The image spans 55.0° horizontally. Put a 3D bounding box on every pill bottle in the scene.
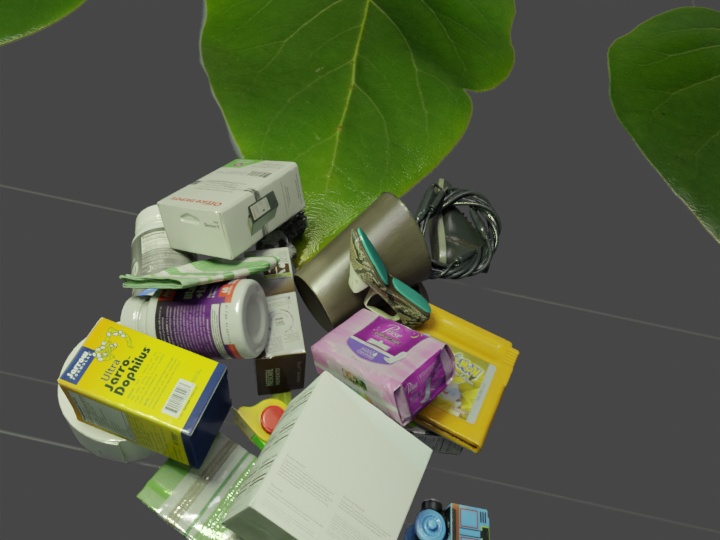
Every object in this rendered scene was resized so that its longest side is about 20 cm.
[{"bbox_3d":[-0.242,0.074,1.008,0.195,0.113,0.113,-4,51,14],"label":"pill bottle"},{"bbox_3d":[-0.327,-0.004,1.161,0.111,0.115,0.203,-7,54,-12],"label":"pill bottle"}]

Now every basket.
[{"bbox_3d":[0.000,0.000,1.139,0.198,0.183,0.136,-35,43,-17],"label":"basket"}]

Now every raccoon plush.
[{"bbox_3d":[-0.187,-0.068,1.267,0.197,0.097,0.135,15,60,38],"label":"raccoon plush"}]

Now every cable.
[{"bbox_3d":[0.166,-0.059,1.236,0.160,0.051,0.203,25,60,-1],"label":"cable"}]

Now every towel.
[{"bbox_3d":[-0.198,0.325,0.988,0.197,0.031,0.150,30,53,18],"label":"towel"},{"bbox_3d":[-0.232,0.001,1.023,0.150,0.024,0.198,0,8,37],"label":"towel"}]

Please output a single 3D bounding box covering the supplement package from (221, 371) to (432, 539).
[{"bbox_3d":[-0.043,0.288,0.922,0.190,0.147,0.202,36,54,-7],"label":"supplement package"}]

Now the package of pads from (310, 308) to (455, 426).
[{"bbox_3d":[0.031,0.132,1.005,0.120,0.077,0.198,-35,33,-28],"label":"package of pads"}]

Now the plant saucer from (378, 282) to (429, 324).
[{"bbox_3d":[0.029,0.048,1.217,0.195,0.035,0.204,4,53,-5],"label":"plant saucer"}]

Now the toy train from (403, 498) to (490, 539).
[{"bbox_3d":[0.117,0.411,0.924,0.111,0.087,0.204,10,52,-6],"label":"toy train"}]

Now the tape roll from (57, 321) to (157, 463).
[{"bbox_3d":[-0.348,0.180,1.047,0.197,0.072,0.206,4,53,-5],"label":"tape roll"}]

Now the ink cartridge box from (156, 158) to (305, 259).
[{"bbox_3d":[-0.207,-0.106,1.132,0.143,0.086,0.200,9,33,32],"label":"ink cartridge box"}]

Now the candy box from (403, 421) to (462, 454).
[{"bbox_3d":[0.067,0.204,1.086,0.194,0.062,0.139,6,52,-3],"label":"candy box"}]

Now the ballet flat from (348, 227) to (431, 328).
[{"bbox_3d":[0.029,0.026,1.057,0.075,0.200,0.068,-35,29,16],"label":"ballet flat"}]

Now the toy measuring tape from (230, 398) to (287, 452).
[{"bbox_3d":[-0.160,0.202,1.038,0.200,0.074,0.073,46,59,6],"label":"toy measuring tape"}]

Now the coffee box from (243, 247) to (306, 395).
[{"bbox_3d":[-0.141,0.080,1.120,0.078,0.116,0.203,-6,53,-10],"label":"coffee box"}]

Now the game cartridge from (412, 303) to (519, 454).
[{"bbox_3d":[0.139,0.158,1.071,0.173,0.033,0.201,24,52,12],"label":"game cartridge"}]

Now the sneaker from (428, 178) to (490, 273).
[{"bbox_3d":[0.188,-0.080,1.315,0.103,0.075,0.205,5,62,-9],"label":"sneaker"}]

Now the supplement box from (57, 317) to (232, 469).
[{"bbox_3d":[-0.289,0.168,0.949,0.196,0.110,0.111,19,53,8],"label":"supplement box"}]
